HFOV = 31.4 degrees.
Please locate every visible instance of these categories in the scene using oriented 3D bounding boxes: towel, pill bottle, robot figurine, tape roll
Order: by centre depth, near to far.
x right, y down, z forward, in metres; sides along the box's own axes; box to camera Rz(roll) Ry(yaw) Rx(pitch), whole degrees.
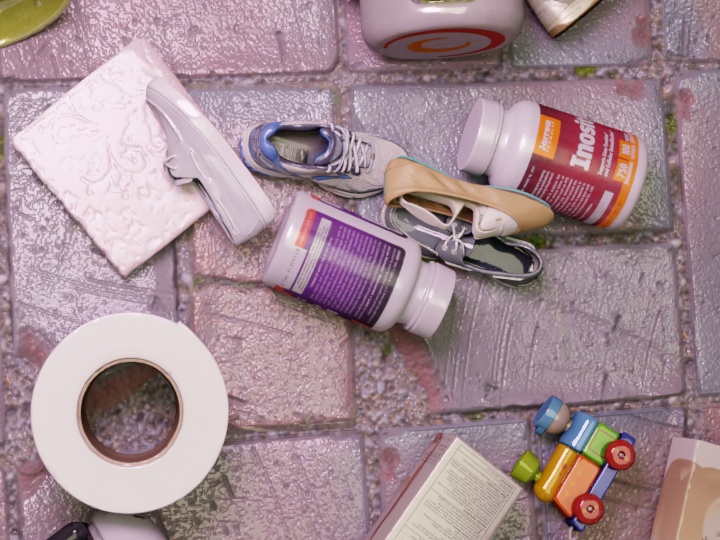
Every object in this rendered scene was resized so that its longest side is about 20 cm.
[{"bbox_3d":[-0.286,0.338,1.333,0.199,0.150,0.125,-38,80,-10],"label":"robot figurine"},{"bbox_3d":[-0.241,0.147,1.349,0.200,0.139,0.206,1,85,-10],"label":"tape roll"},{"bbox_3d":[0.000,0.000,1.418,0.198,0.111,0.113,23,82,-7],"label":"pill bottle"},{"bbox_3d":[-0.252,-0.125,1.421,0.191,0.032,0.201,-40,96,-11],"label":"towel"},{"bbox_3d":[0.217,-0.126,1.465,0.198,0.113,0.114,16,83,-9],"label":"pill bottle"}]

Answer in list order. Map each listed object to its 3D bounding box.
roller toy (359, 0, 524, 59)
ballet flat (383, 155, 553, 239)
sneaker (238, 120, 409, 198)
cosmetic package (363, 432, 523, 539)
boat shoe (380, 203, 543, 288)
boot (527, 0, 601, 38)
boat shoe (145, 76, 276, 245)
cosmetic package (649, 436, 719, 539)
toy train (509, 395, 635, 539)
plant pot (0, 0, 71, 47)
[{"bbox_3d":[0.087,-0.320,1.423,0.181,0.199,0.142,0,85,-45],"label":"roller toy"},{"bbox_3d":[0.117,-0.068,1.433,0.198,0.069,0.064,17,64,-2],"label":"ballet flat"},{"bbox_3d":[-0.033,-0.127,1.429,0.198,0.085,0.078,4,85,-18],"label":"sneaker"},{"bbox_3d":[0.077,0.291,1.421,0.103,0.087,0.201,39,79,-6],"label":"cosmetic package"},{"bbox_3d":[0.120,-0.037,1.466,0.198,0.062,0.074,24,83,-8],"label":"boat shoe"},{"bbox_3d":[0.253,-0.394,1.515,0.200,0.072,0.155,-42,91,-10],"label":"boot"},{"bbox_3d":[-0.176,-0.115,1.391,0.068,0.072,0.201,-41,104,-12],"label":"boat shoe"},{"bbox_3d":[0.399,0.303,1.486,0.104,0.071,0.202,14,83,-9],"label":"cosmetic package"},{"bbox_3d":[0.217,0.251,1.457,0.115,0.085,0.201,32,81,4],"label":"toy train"},{"bbox_3d":[-0.423,-0.356,1.343,0.198,0.201,0.186,-20,77,-11],"label":"plant pot"}]
